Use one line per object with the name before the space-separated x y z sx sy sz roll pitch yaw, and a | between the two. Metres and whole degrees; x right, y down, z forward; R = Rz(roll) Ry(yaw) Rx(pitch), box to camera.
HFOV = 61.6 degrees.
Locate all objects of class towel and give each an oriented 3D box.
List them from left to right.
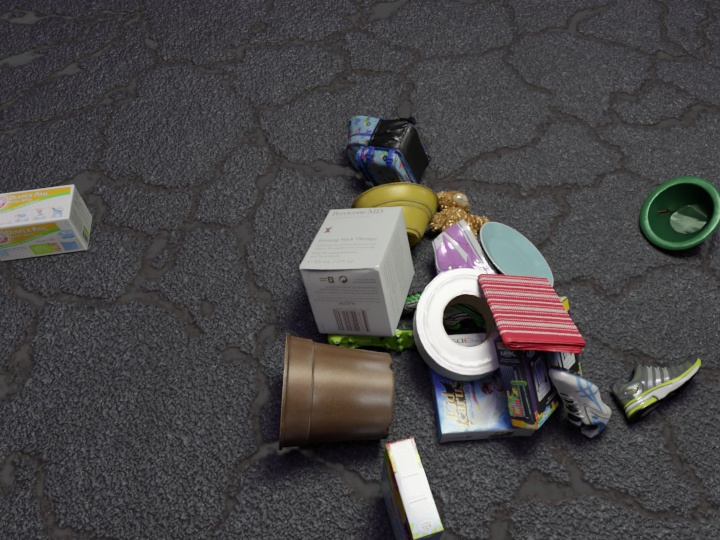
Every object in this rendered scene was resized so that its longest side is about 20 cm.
towel | 0.291 0.071 1.055 0.141 0.023 0.202 4 33 -7

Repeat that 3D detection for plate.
plate | 0.333 -0.024 1.309 0.197 0.026 0.203 23 39 -20

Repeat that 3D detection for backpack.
backpack | 0.048 -0.277 1.440 0.196 0.183 0.137 16 71 28

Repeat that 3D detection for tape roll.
tape roll | 0.197 0.102 1.144 0.197 0.071 0.208 0 72 0

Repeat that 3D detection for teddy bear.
teddy bear | 0.223 -0.104 1.380 0.142 0.067 0.203 16 57 9

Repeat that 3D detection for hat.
hat | 0.772 -0.116 1.419 0.199 0.175 0.168 -38 57 19

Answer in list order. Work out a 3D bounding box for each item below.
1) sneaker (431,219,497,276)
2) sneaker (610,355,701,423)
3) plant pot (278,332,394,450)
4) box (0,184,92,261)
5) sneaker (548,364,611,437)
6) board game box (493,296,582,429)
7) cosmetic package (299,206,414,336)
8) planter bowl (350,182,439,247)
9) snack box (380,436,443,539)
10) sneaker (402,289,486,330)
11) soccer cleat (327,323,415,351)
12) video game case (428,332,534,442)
sneaker | 0.224 0.007 1.293 0.113 0.073 0.203 -32 81 -1
sneaker | 0.569 0.207 1.160 0.196 0.075 0.081 -24 55 -18
plant pot | -0.044 0.220 1.084 0.193 0.202 0.204 3 54 -6
box | -0.726 -0.106 1.355 0.194 0.114 0.103 -8 54 -4
sneaker | 0.388 0.234 1.074 0.071 0.200 0.073 14 65 52
board game box | 0.327 0.162 1.101 0.056 0.169 0.198 -5 15 45
cosmetic package | 0.000 0.000 1.201 0.163 0.169 0.202 -1 37 20
planter bowl | 0.078 -0.099 1.307 0.195 0.201 0.086 -3 66 -2
snack box | 0.076 0.374 0.961 0.052 0.202 0.145 -11 55 -9
sneaker | 0.169 0.081 1.244 0.195 0.078 0.088 -1 90 16
soccer cleat | 0.030 0.120 1.225 0.194 0.068 0.082 -2 48 0
video game case | 0.226 0.220 1.166 0.176 0.046 0.204 -4 55 -2
